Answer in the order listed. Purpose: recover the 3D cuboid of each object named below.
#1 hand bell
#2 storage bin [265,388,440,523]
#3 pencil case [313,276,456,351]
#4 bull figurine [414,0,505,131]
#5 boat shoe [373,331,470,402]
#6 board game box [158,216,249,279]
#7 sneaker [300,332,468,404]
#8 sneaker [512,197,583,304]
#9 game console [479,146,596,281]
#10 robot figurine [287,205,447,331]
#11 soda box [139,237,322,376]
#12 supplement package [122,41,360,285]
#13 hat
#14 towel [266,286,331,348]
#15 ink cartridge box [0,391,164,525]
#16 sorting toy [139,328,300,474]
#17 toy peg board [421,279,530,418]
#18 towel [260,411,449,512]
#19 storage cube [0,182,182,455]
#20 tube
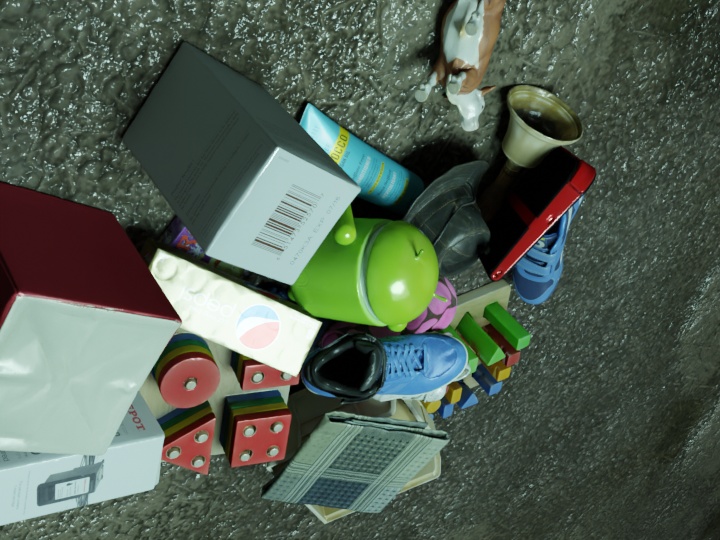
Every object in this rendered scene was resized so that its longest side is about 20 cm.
[{"bbox_3d":[0.187,-0.124,1.286,0.103,0.105,0.201,-7,142,-35],"label":"hand bell"},{"bbox_3d":[-0.007,0.234,1.381,0.197,0.094,0.201,-23,140,8],"label":"storage bin"},{"bbox_3d":[0.038,0.076,1.300,0.199,0.090,0.095,-29,129,-36],"label":"pencil case"},{"bbox_3d":[0.113,-0.241,1.100,0.121,0.064,0.202,-46,149,-54],"label":"bull figurine"},{"bbox_3d":[0.082,0.132,1.276,0.199,0.069,0.071,-18,149,-53],"label":"boat shoe"},{"bbox_3d":[-0.154,-0.036,1.109,0.120,0.032,0.201,27,106,-45],"label":"board game box"},{"bbox_3d":[0.032,0.108,1.145,0.197,0.078,0.111,-2,175,-6],"label":"sneaker"},{"bbox_3d":[0.246,-0.037,1.390,0.082,0.073,0.202,-43,147,-54],"label":"sneaker"},{"bbox_3d":[0.212,-0.075,1.264,0.031,0.200,0.177,37,101,-8],"label":"game console"},{"bbox_3d":[0.000,0.000,1.130,0.116,0.198,0.176,-60,138,-31],"label":"robot figurine"},{"bbox_3d":[-0.145,0.039,1.064,0.199,0.064,0.068,26,92,-25],"label":"soda box"},{"bbox_3d":[-0.115,-0.100,0.942,0.117,0.200,0.117,21,112,-48],"label":"supplement package"},{"bbox_3d":[0.114,-0.046,1.234,0.200,0.081,0.201,-42,163,-16],"label":"hat"},{"bbox_3d":[-0.131,0.110,1.245,0.201,0.049,0.111,-51,140,12],"label":"towel"},{"bbox_3d":[-0.325,0.174,1.063,0.198,0.145,0.084,-7,128,-35],"label":"ink cartridge box"},{"bbox_3d":[-0.166,0.149,1.168,0.196,0.070,0.202,-4,123,-26],"label":"sorting toy"},{"bbox_3d":[0.146,0.144,1.471,0.198,0.098,0.201,-20,136,-25],"label":"toy peg board"},{"bbox_3d":[-0.008,0.246,1.305,0.191,0.035,0.200,14,133,-28],"label":"towel"},{"bbox_3d":[-0.305,0.046,0.935,0.199,0.180,0.172,15,116,-47],"label":"storage cube"},{"bbox_3d":[-0.007,-0.117,1.146,0.199,0.050,0.078,21,92,-44],"label":"tube"}]
